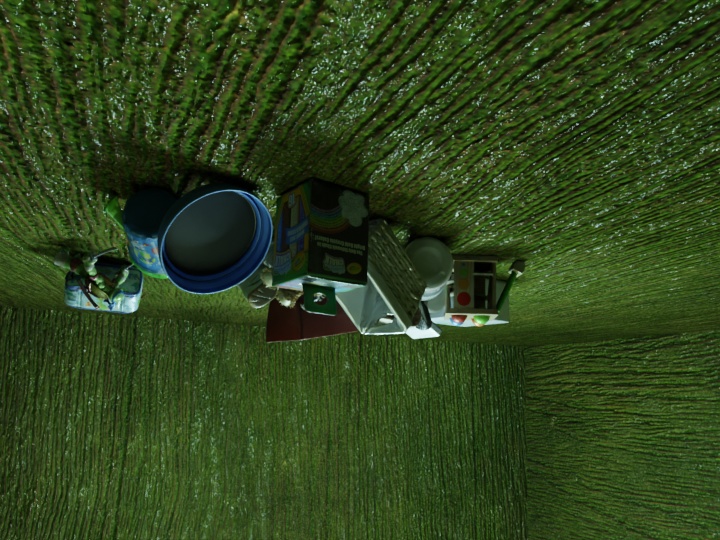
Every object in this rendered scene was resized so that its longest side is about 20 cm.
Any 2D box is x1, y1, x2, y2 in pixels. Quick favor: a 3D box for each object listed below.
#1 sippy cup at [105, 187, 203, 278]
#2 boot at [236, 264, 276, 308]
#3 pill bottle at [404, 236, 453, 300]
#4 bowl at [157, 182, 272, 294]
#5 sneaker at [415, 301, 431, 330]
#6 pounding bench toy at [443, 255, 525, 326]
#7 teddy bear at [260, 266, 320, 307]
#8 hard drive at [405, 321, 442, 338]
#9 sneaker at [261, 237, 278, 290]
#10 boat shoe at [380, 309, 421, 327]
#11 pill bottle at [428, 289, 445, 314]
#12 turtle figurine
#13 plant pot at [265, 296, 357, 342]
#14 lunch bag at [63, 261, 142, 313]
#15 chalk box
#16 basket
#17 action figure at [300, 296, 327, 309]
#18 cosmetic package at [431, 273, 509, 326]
[{"bbox_3d":[-0.359,-0.074,0.958,0.174,0.143,0.131,-8,159,-11],"label":"sippy cup"},{"bbox_3d":[-0.219,-0.005,1.326,0.154,0.198,0.073,33,150,47],"label":"boot"},{"bbox_3d":[0.145,0.004,1.224,0.111,0.117,0.200,2,168,3],"label":"pill bottle"},{"bbox_3d":[-0.244,-0.054,0.909,0.199,0.203,0.039,16,-158,-48],"label":"bowl"},{"bbox_3d":[0.148,0.062,1.376,0.078,0.203,0.074,-4,141,-20],"label":"sneaker"},{"bbox_3d":[0.305,0.055,1.323,0.195,0.160,0.124,1,168,7],"label":"pounding bench toy"},{"bbox_3d":[-0.118,-0.011,1.146,0.144,0.202,0.067,36,-170,3],"label":"teddy bear"},{"bbox_3d":[0.117,0.120,1.496,0.199,0.026,0.131,40,154,-19],"label":"hard drive"},{"bbox_3d":[-0.202,-0.011,1.219,0.196,0.118,0.075,-5,166,29],"label":"sneaker"},{"bbox_3d":[0.047,0.094,1.308,0.196,0.074,0.072,18,157,-7],"label":"boat shoe"},{"bbox_3d":[0.148,0.073,1.544,0.112,0.117,0.199,10,166,-30],"label":"pill bottle"},{"bbox_3d":[-0.674,-0.017,1.401,0.191,0.204,0.144,23,-159,10],"label":"turtle figurine"},{"bbox_3d":[-0.149,0.099,1.527,0.197,0.181,0.198,-4,175,-39],"label":"plant pot"},{"bbox_3d":[-0.722,0.040,1.522,0.196,0.084,0.162,9,-154,-20],"label":"lunch bag"},{"bbox_3d":[-0.068,-0.028,0.904,0.123,0.205,0.123,11,166,-35],"label":"chalk box"},{"bbox_3d":[0.024,0.013,1.067,0.134,0.124,0.201,-8,125,44],"label":"basket"},{"bbox_3d":[-0.115,0.041,1.371,0.197,0.104,0.118,19,-166,23],"label":"action figure"},{"bbox_3d":[0.300,0.093,1.591,0.196,0.126,0.198,8,167,-30],"label":"cosmetic package"}]
